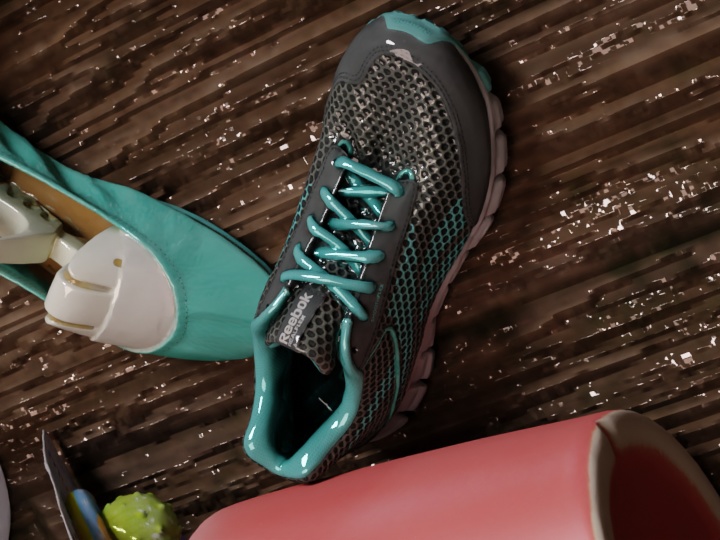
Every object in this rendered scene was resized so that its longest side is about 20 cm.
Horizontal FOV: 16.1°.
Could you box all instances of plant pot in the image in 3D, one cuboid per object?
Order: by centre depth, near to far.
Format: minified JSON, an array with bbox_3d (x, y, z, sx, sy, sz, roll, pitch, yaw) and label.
[{"bbox_3d":[0.054,0.152,0.980,0.177,0.200,0.201,-27,100,25],"label":"plant pot"}]

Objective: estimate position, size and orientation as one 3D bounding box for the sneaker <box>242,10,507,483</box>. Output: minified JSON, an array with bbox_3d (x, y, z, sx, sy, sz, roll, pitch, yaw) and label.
[{"bbox_3d":[0.000,0.000,0.978,0.077,0.091,0.201,20,122,17],"label":"sneaker"}]

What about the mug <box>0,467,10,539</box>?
[{"bbox_3d":[-0.250,0.117,1.121,0.148,0.175,0.200,43,127,2],"label":"mug"}]

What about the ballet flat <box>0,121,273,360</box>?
[{"bbox_3d":[-0.127,-0.009,1.056,0.199,0.070,0.068,29,125,12],"label":"ballet flat"}]

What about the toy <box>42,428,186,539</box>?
[{"bbox_3d":[-0.086,0.134,1.064,0.047,0.200,0.116,-24,105,-2],"label":"toy"}]
